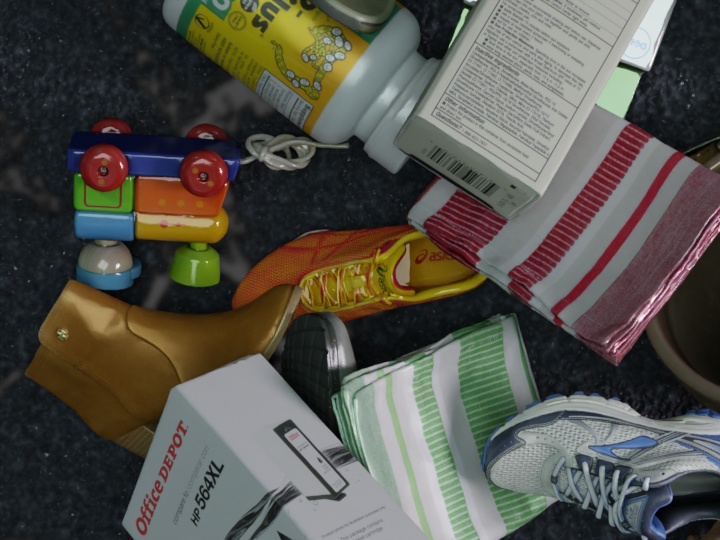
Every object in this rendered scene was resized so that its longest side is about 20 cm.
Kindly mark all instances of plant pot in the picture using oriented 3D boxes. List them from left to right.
[{"bbox_3d":[0.306,0.029,1.263,0.199,0.175,0.201,-11,63,22],"label":"plant pot"}]

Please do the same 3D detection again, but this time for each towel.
[{"bbox_3d":[0.067,0.122,1.300,0.023,0.199,0.154,-14,95,42],"label":"towel"},{"bbox_3d":[0.139,-0.044,1.262,0.200,0.023,0.144,35,84,34],"label":"towel"}]

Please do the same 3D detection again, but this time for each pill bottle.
[{"bbox_3d":[-0.030,-0.160,1.311,0.200,0.113,0.113,38,95,1],"label":"pill bottle"}]

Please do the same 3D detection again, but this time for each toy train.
[{"bbox_3d":[-0.111,-0.041,1.349,0.198,0.085,0.117,3,110,-4],"label":"toy train"}]

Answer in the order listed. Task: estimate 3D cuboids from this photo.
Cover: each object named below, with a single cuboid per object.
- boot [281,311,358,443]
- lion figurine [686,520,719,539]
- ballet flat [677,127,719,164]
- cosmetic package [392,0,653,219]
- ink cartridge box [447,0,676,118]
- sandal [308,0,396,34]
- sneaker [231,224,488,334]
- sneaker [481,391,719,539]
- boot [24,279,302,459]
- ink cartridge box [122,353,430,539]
[{"bbox_3d":[0.021,0.106,1.327,0.130,0.068,0.201,-21,113,-27],"label":"boot"},{"bbox_3d":[0.264,0.192,1.301,0.072,0.200,0.123,44,129,3],"label":"lion figurine"},{"bbox_3d":[0.248,-0.060,1.324,0.199,0.068,0.068,-24,100,3],"label":"ballet flat"},{"bbox_3d":[0.116,-0.148,1.242,0.103,0.087,0.201,33,77,-3],"label":"cosmetic package"},{"bbox_3d":[0.138,-0.167,1.337,0.145,0.048,0.201,21,93,1],"label":"ink cartridge box"},{"bbox_3d":[0.010,-0.239,1.275,0.079,0.202,0.057,30,140,-7],"label":"sandal"},{"bbox_3d":[0.000,0.000,1.340,0.199,0.077,0.073,-17,94,8],"label":"sneaker"},{"bbox_3d":[0.181,0.137,1.267,0.198,0.085,0.077,-1,129,6],"label":"sneaker"},{"bbox_3d":[-0.146,0.047,1.327,0.144,0.071,0.201,37,121,-8],"label":"boot"},{"bbox_3d":[-0.057,0.179,1.238,0.200,0.084,0.146,45,132,25],"label":"ink cartridge box"}]
